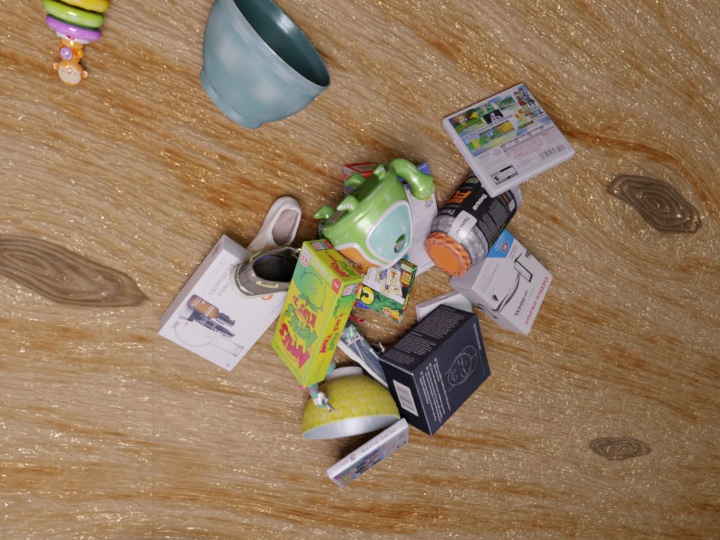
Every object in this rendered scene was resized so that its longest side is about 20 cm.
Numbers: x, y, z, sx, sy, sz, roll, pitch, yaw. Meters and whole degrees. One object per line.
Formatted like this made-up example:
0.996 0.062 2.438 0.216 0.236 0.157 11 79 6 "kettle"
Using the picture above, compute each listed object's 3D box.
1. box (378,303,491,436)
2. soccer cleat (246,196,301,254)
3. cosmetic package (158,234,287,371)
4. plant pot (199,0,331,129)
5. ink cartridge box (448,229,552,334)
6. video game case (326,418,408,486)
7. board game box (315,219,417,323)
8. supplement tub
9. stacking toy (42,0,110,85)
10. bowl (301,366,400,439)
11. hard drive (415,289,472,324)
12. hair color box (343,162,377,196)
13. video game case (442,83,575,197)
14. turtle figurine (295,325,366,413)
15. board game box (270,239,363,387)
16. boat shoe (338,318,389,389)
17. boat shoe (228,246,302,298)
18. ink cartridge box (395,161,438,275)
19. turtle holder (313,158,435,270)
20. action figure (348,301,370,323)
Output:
0.152 0.191 1.062 0.197 0.105 0.153 -34 118 -29 "box"
-0.161 -0.033 0.928 0.068 0.077 0.205 23 96 -27 "soccer cleat"
-0.227 0.062 0.910 0.149 0.052 0.201 32 111 -29 "cosmetic package"
-0.158 -0.304 0.798 0.133 0.204 0.199 -39 121 24 "plant pot"
0.302 0.020 1.133 0.198 0.084 0.149 34 79 -28 "ink cartridge box"
0.021 0.378 1.096 0.178 0.024 0.202 -31 156 -10 "video game case"
0.000 0.000 0.929 0.023 0.195 0.108 -31 141 -52 "board game box"
0.215 -0.096 1.024 0.201 0.121 0.124 -50 120 -22 "supplement tub"
-0.389 -0.355 0.726 0.112 0.110 0.206 8 114 -27 "stacking toy"
-0.025 0.255 1.048 0.193 0.201 0.111 2 62 -24 "bowl"
0.192 0.152 1.171 0.128 0.026 0.207 -17 112 -18 "hard drive"
0.015 -0.083 0.972 0.062 0.111 0.208 -10 109 -19 "hair color box"
0.281 -0.253 1.020 0.195 0.022 0.186 -26 70 -13 "video game case"
-0.068 0.151 0.957 0.100 0.200 0.152 35 91 -28 "turtle figurine"
-0.072 0.068 0.832 0.047 0.101 0.205 -10 132 -45 "board game box"
0.022 0.170 1.074 0.199 0.075 0.062 42 83 -18 "boat shoe"
-0.117 -0.003 0.864 0.198 0.059 0.074 -16 82 -48 "boat shoe"
0.099 -0.094 1.037 0.117 0.042 0.206 -27 118 -26 "ink cartridge box"
0.027 -0.089 0.847 0.133 0.139 0.187 50 48 -16 "turtle holder"
0.013 0.061 1.027 0.192 0.099 0.068 -2 107 -20 "action figure"
